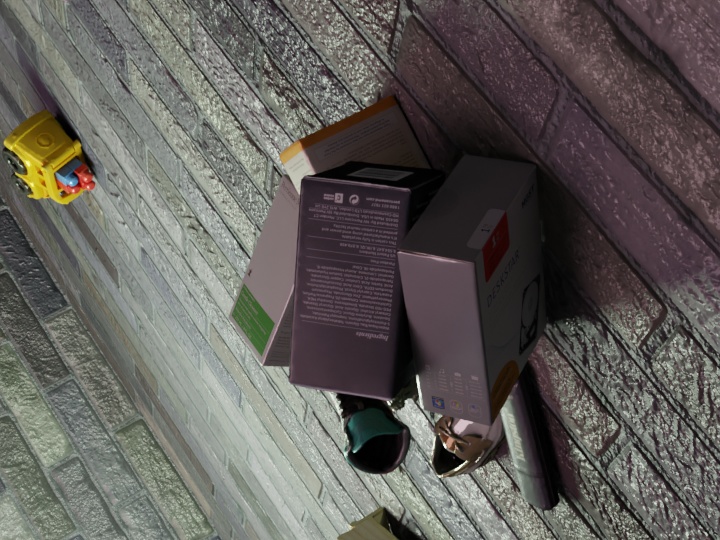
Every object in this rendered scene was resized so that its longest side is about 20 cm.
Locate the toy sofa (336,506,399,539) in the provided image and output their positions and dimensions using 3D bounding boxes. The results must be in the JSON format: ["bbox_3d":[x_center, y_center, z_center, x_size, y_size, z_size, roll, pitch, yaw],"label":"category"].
[{"bbox_3d":[0.054,0.461,1.895,0.200,0.098,0.083,27,140,53],"label":"toy sofa"}]

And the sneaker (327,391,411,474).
[{"bbox_3d":[0.000,0.163,1.454,0.200,0.084,0.121,64,178,-18],"label":"sneaker"}]

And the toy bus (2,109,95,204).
[{"bbox_3d":[-0.642,-0.211,2.598,0.192,0.136,0.200,35,152,18],"label":"toy bus"}]

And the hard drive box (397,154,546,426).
[{"bbox_3d":[0.110,0.018,1.150,0.077,0.156,0.200,11,133,26],"label":"hard drive box"}]

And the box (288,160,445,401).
[{"bbox_3d":[0.009,0.004,1.174,0.107,0.148,0.200,7,102,15],"label":"box"}]

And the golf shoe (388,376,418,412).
[{"bbox_3d":[0.043,0.098,1.524,0.097,0.078,0.200,58,158,24],"label":"golf shoe"}]

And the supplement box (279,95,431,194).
[{"bbox_3d":[0.018,-0.068,1.306,0.200,0.126,0.074,63,157,-2],"label":"supplement box"}]

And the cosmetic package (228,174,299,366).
[{"bbox_3d":[-0.068,0.002,1.415,0.108,0.085,0.200,46,123,47],"label":"cosmetic package"}]

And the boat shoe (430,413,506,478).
[{"bbox_3d":[0.129,0.192,1.449,0.075,0.068,0.200,49,155,28],"label":"boat shoe"}]

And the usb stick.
[{"bbox_3d":[0.184,0.183,1.368,0.055,0.033,0.200,28,140,55],"label":"usb stick"}]
